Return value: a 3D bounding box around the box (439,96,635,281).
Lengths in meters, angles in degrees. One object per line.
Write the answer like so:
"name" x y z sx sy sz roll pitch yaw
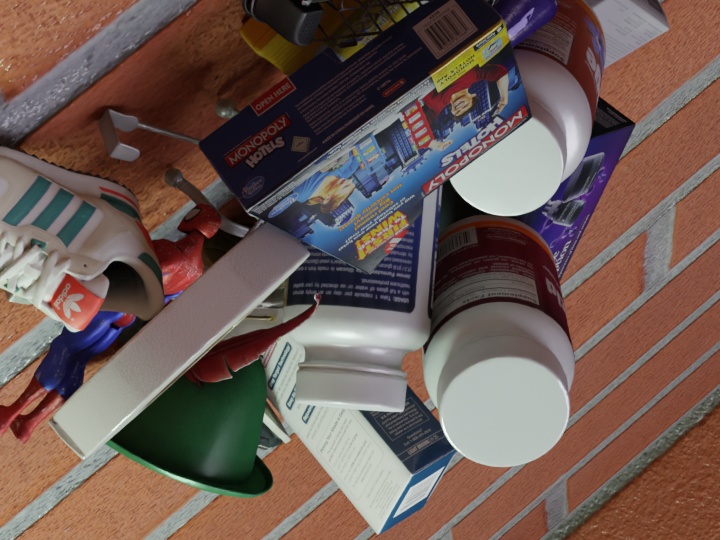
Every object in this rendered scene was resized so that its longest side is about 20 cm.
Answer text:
"box" 0.126 -0.046 1.775 0.141 0.079 0.201 -18 139 -47

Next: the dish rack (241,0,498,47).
"dish rack" 0.034 -0.214 1.354 0.199 0.055 0.154 -12 141 -41

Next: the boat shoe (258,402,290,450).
"boat shoe" -0.118 0.123 1.835 0.066 0.075 0.199 -40 161 1

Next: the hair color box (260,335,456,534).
"hair color box" -0.012 0.112 1.821 0.060 0.200 0.100 -27 157 -35

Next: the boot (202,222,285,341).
"boot" -0.068 0.035 1.695 0.199 0.072 0.155 3 138 -35

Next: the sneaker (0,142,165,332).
"sneaker" -0.194 -0.014 1.291 0.199 0.094 0.070 12 129 -49

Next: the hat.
"hat" -0.102 0.056 1.593 0.165 0.199 0.177 4 112 -62

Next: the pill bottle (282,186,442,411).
"pill bottle" 0.000 0.000 1.582 0.111 0.110 0.202 22 71 -70

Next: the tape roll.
"tape roll" -0.117 0.044 1.402 0.203 0.037 0.203 -43 -179 1

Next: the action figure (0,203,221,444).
"action figure" -0.168 0.028 1.416 0.200 0.052 0.065 -41 155 2

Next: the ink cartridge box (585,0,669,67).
"ink cartridge box" 0.141 -0.179 1.762 0.199 0.048 0.160 -29 166 18

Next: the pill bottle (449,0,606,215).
"pill bottle" 0.117 -0.125 1.572 0.112 0.112 0.200 -53 -171 32

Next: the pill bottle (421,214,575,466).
"pill bottle" 0.102 0.052 1.627 0.114 0.114 0.201 -50 -160 23

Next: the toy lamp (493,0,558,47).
"toy lamp" 0.149 -0.238 1.531 0.200 0.058 0.058 -49 164 -16

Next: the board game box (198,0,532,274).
"board game box" 0.012 -0.082 1.412 0.199 0.062 0.200 -36 158 -3

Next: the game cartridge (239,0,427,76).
"game cartridge" 0.018 -0.191 1.476 0.176 0.032 0.200 -45 162 7

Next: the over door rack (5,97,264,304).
"over door rack" -0.135 -0.046 1.454 0.199 0.067 0.148 4 133 -47
